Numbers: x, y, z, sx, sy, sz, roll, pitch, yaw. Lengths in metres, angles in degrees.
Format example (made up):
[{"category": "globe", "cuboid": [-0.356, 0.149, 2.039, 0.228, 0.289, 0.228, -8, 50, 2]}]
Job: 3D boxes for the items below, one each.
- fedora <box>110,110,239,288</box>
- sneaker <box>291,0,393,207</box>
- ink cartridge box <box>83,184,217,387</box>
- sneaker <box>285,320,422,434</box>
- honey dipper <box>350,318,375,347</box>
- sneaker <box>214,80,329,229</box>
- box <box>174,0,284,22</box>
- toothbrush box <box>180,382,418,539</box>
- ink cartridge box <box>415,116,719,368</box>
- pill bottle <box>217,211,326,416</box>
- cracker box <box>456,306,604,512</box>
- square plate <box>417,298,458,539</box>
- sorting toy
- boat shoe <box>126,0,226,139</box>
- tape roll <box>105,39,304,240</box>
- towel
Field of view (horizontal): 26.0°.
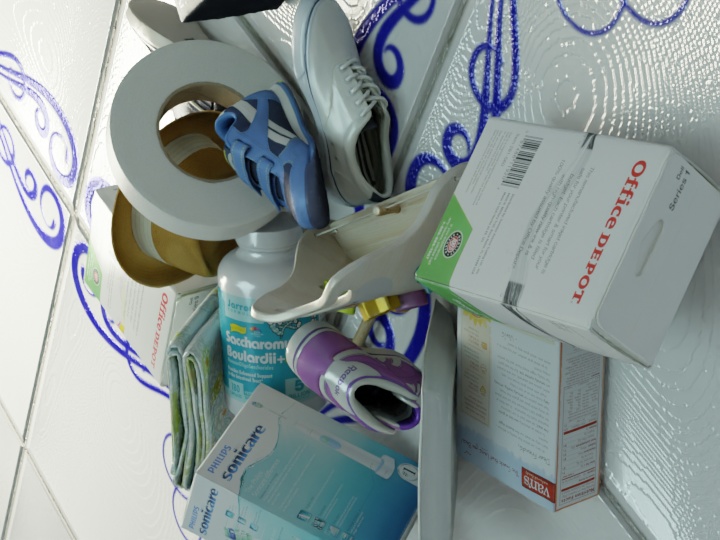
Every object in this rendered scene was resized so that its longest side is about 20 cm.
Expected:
[{"category": "fedora", "cuboid": [-0.164, -0.060, 1.598, 0.082, 0.199, 0.202, 33, 129, 34]}, {"category": "sneaker", "cuboid": [-0.007, -0.157, 1.438, 0.070, 0.073, 0.202, 3, 114, 45]}, {"category": "ink cartridge box", "cuboid": [-0.234, 0.012, 1.810, 0.200, 0.087, 0.146, 49, 139, 36]}, {"category": "sneaker", "cuboid": [0.024, 0.119, 1.398, 0.114, 0.200, 0.073, 35, 96, 37]}, {"category": "honey dipper", "cuboid": [0.009, 0.042, 1.513, 0.038, 0.038, 0.201, 52, 138, 30]}, {"category": "sneaker", "cuboid": [-0.080, -0.098, 1.448, 0.201, 0.081, 0.075, -117, 14, -51]}, {"category": "box", "cuboid": [-0.108, -0.365, 1.448, 0.196, 0.123, 0.202, -27, 80, 58]}, {"category": "toothbrush box", "cuboid": [-0.049, 0.219, 1.496, 0.198, 0.147, 0.086, 26, 130, 7]}, {"category": "ink cartridge box", "cuboid": [0.155, -0.024, 1.172, 0.199, 0.084, 0.147, 18, 80, 51]}, {"category": "pill bottle", "cuboid": [-0.089, 0.046, 1.589, 0.110, 0.110, 0.202, 23, 121, 50]}, {"category": "cracker box", "cuboid": [0.142, 0.083, 1.315, 0.134, 0.057, 0.202, 26, 123, 50]}, {"category": "square plate", "cuboid": [0.070, 0.153, 1.381, 0.200, 0.028, 0.200, -74, -15, -68]}, {"category": "sorting toy", "cuboid": [0.000, 0.000, 1.355, 0.199, 0.179, 0.108, -20, 92, 46]}, {"category": "boat shoe", "cuboid": [-0.195, -0.210, 1.673, 0.200, 0.074, 0.094, 44, 130, 37]}, {"category": "tape roll", "cuboid": [-0.149, -0.128, 1.528, 0.205, 0.201, 0.037, 66, 156, 13]}, {"category": "towel", "cuboid": [-0.154, 0.120, 1.665, 0.048, 0.200, 0.173, 6, 113, 12]}]
